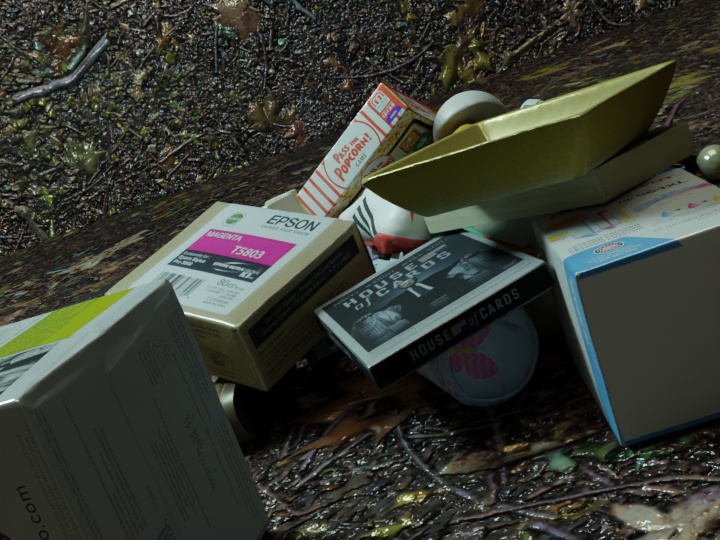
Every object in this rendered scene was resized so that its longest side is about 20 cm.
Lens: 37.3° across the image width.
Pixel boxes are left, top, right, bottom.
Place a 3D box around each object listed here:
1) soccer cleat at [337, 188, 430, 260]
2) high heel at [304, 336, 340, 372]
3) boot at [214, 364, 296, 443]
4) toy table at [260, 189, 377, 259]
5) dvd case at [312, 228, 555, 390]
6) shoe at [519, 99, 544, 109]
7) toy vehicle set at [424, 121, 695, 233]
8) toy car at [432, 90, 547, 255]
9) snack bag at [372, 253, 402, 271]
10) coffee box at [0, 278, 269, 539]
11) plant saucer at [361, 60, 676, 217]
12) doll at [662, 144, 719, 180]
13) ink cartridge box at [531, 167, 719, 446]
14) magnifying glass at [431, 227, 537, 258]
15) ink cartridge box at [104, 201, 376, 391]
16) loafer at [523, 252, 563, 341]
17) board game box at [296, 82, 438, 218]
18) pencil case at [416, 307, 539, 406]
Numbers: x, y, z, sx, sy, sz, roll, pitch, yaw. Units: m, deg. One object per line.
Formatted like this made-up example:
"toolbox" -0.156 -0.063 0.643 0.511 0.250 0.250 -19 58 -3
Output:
"soccer cleat" 0.024 -0.055 1.030 0.068 0.086 0.200 10 3 -14
"high heel" 0.000 0.000 1.091 0.199 0.143 0.072 -28 -29 -14
"boot" -0.115 0.105 1.010 0.075 0.074 0.200 -26 13 20
"toy table" -0.042 -0.058 1.357 0.199 0.118 0.184 -21 8 35
"dvd case" 0.049 0.022 0.838 0.150 0.025 0.200 -31 16 -8
"shoe" 0.266 -0.152 1.251 0.091 0.072 0.199 19 6 36
"toy vehicle set" 0.159 -0.075 0.887 0.124 0.027 0.199 -26 11 -36
"toy car" 0.143 -0.075 1.115 0.199 0.176 0.150 13 -45 -40
"snack bag" 0.002 0.010 1.245 0.199 0.022 0.188 -20 8 47
"coffee box" -0.205 0.149 0.676 0.196 0.201 0.200 -16 15 18
"plant saucer" 0.132 -0.097 0.837 0.199 0.049 0.200 -14 11 39
"doll" 0.331 -0.113 1.244 0.199 0.049 0.136 -12 13 32
"ink cartridge box" 0.208 0.015 0.765 0.128 0.126 0.200 -19 14 4
"magnifying glass" 0.104 -0.023 0.987 0.022 0.080 0.200 -43 21 -11
"ink cartridge box" -0.111 0.016 0.988 0.199 0.076 0.165 9 43 42
"loafer" 0.198 -0.001 0.966 0.068 0.076 0.200 -2 33 29
"board game box" 0.039 -0.110 1.170 0.152 0.046 0.200 -51 -26 15
"pencil case" 0.075 0.051 0.902 0.091 0.083 0.200 -50 19 -4
